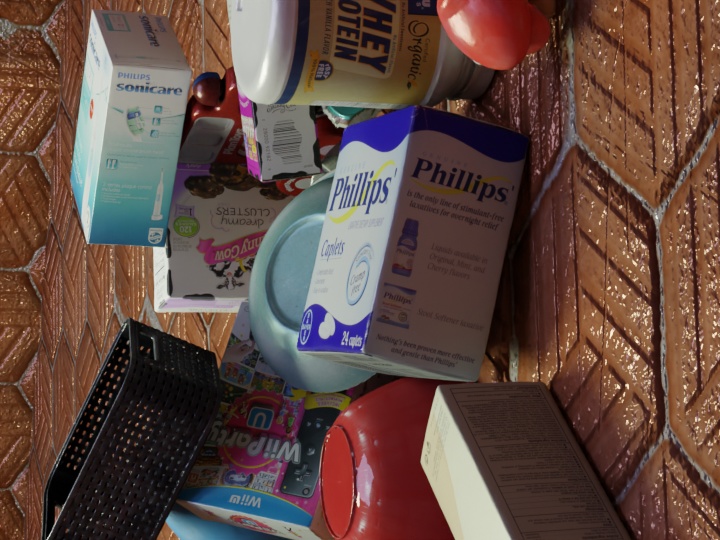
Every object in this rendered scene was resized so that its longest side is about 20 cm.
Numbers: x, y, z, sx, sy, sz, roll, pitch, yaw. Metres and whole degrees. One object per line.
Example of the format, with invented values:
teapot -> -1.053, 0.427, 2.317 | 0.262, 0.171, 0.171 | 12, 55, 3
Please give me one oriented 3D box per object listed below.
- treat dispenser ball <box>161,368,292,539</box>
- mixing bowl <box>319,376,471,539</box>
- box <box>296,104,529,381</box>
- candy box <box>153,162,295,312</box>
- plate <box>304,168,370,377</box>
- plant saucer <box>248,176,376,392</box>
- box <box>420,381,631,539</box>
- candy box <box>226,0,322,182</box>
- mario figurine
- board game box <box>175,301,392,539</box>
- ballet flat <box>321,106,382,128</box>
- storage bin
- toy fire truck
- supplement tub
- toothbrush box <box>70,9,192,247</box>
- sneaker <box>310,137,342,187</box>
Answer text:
treat dispenser ball -> -0.109, 0.192, 1.885 | 0.201, 0.199, 0.203 | -179, 90, -72
mixing bowl -> 0.030, 0.180, 1.618 | 0.200, 0.108, 0.202 | 180, 90, -71
box -> 0.038, -0.019, 1.542 | 0.184, 0.104, 0.201 | 175, 109, -71
candy box -> -0.135, -0.058, 2.024 | 0.072, 0.167, 0.202 | 144, 125, -67
plate -> 0.000, 0.000, 1.709 | 0.199, 0.026, 0.202 | -12, 69, 34
plant saucer -> -0.032, 0.006, 1.690 | 0.200, 0.039, 0.203 | -11, 71, 33
box -> 0.118, 0.171, 1.373 | 0.200, 0.094, 0.078 | -113, 28, -53
candy box -> -0.081, -0.187, 1.739 | 0.136, 0.061, 0.202 | -141, 43, -79
mario figurine -> 0.117, -0.237, 1.458 | 0.124, 0.105, 0.201 | 56, -150, -52
board game box -> -0.066, 0.139, 1.740 | 0.064, 0.147, 0.201 | 47, -125, -56
ballet flat -> -0.010, -0.188, 1.737 | 0.072, 0.071, 0.201 | 108, 157, -43
storage bin -> -0.212, 0.163, 1.751 | 0.201, 0.093, 0.135 | -62, 16, 15
toy fire truck -> -0.094, -0.156, 1.905 | 0.200, 0.167, 0.113 | 128, 138, -62
supplement tub -> 0.004, -0.205, 1.558 | 0.144, 0.199, 0.146 | 180, 90, -72
toothbrush box -> -0.237, -0.145, 1.942 | 0.147, 0.085, 0.201 | -117, 35, -56
sneaker -> -0.007, -0.039, 1.822 | 0.080, 0.070, 0.201 | -65, -17, -53
